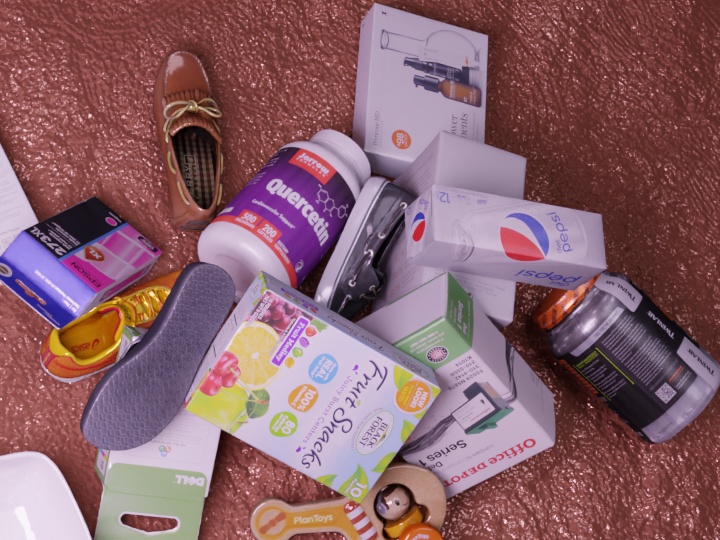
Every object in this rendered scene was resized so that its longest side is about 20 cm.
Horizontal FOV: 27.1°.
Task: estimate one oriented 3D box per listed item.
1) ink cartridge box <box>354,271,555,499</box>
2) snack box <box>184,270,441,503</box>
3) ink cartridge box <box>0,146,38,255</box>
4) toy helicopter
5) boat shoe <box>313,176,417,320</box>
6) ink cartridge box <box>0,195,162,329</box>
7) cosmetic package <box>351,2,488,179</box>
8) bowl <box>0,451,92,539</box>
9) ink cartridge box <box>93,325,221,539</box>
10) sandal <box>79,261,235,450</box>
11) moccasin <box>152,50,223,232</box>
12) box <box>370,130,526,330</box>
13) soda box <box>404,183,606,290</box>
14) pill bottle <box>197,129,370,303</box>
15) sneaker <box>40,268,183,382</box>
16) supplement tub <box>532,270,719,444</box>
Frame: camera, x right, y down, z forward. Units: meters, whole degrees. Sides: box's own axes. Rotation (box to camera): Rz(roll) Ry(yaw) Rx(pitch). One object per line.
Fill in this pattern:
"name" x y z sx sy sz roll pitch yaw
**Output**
"ink cartridge box" 0.086 0.121 1.511 0.200 0.146 0.084 48 26 -25
"snack box" -0.046 0.111 1.405 0.200 0.053 0.142 31 104 -18
"ink cartridge box" -0.396 -0.091 1.483 0.094 0.037 0.201 -22 82 -30
"toy helicopter" -0.012 0.233 1.495 0.199 0.079 0.133 -4 97 -9
"boat shoe" 0.000 0.000 1.571 0.056 0.069 0.201 22 89 15
"ink cartridge box" -0.274 -0.011 1.447 0.095 0.037 0.200 39 25 3
"cosmetic package" 0.070 -0.199 1.741 0.150 0.052 0.201 11 65 -17
"bowl" -0.341 0.279 1.337 0.199 0.075 0.201 -17 77 -29
"ink cartridge box" -0.194 0.161 1.442 0.103 0.059 0.201 10 95 -20
"sandal" -0.186 0.083 1.384 0.076 0.043 0.200 44 73 -27
"moccasin" -0.181 -0.144 1.586 0.073 0.078 0.202 7 66 -22
"box" 0.093 -0.021 1.615 0.106 0.152 0.201 17 63 -16
"soda box" 0.148 -0.032 1.515 0.199 0.068 0.064 9 65 -23
"pill bottle" -0.074 -0.059 1.578 0.112 0.112 0.200 41 59 -3
"sneaker" -0.223 0.051 1.486 0.200 0.077 0.073 -31 82 -33
"supplement tub" 0.297 0.088 1.679 0.200 0.123 0.123 43 58 -3
